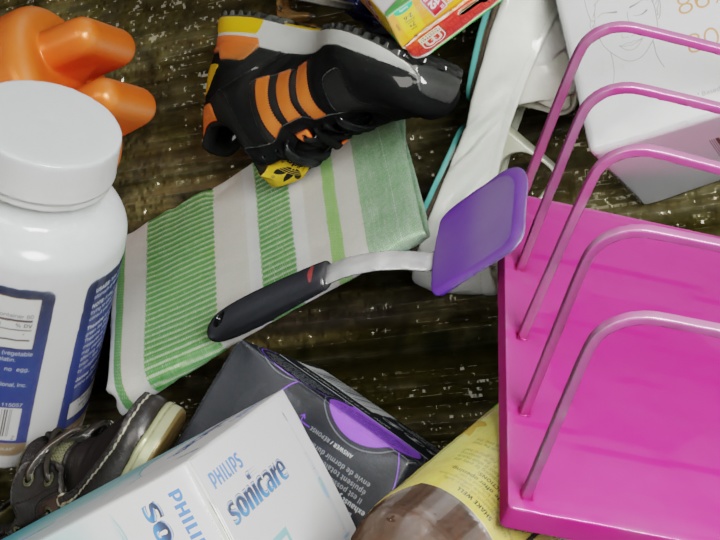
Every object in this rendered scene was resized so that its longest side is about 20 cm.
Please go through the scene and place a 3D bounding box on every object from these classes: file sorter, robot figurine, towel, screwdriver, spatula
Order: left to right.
[{"bbox_3d":[-0.224,-0.085,0.975,0.198,0.144,0.117,-24,31,17],"label":"robot figurine"},{"bbox_3d":[-0.056,-0.014,0.897,0.199,0.023,0.153,-29,34,14],"label":"towel"},{"bbox_3d":[-0.014,-0.145,0.853,0.028,0.199,0.029,-4,84,33],"label":"screwdriver"},{"bbox_3d":[0.000,0.000,0.786,0.198,0.021,0.057,-19,43,31],"label":"spatula"},{"bbox_3d":[0.141,0.005,0.692,0.137,0.126,0.201,12,41,-6],"label":"file sorter"}]

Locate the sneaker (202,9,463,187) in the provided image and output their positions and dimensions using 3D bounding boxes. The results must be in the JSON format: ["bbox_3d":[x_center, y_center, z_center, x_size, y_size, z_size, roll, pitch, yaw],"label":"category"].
[{"bbox_3d":[-0.020,-0.084,0.876,0.199,0.069,0.091,20,95,51],"label":"sneaker"}]

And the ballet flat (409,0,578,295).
[{"bbox_3d":[0.081,-0.078,0.858,0.069,0.069,0.202,26,108,26],"label":"ballet flat"}]

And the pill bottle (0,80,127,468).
[{"bbox_3d":[-0.190,0.002,0.895,0.111,0.110,0.201,38,128,26],"label":"pill bottle"}]

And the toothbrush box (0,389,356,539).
[{"bbox_3d":[-0.116,0.146,0.732,0.199,0.146,0.086,-30,90,15],"label":"toothbrush box"}]

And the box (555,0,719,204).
[{"bbox_3d":[0.179,-0.159,0.822,0.151,0.106,0.202,-16,73,20],"label":"box"}]

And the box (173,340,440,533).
[{"bbox_3d":[-0.050,0.157,0.848,0.122,0.106,0.201,33,93,26],"label":"box"}]

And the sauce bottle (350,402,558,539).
[{"bbox_3d":[0.038,0.113,0.682,0.064,0.199,0.065,20,123,33],"label":"sauce bottle"}]

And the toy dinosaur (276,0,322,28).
[{"bbox_3d":[-0.026,-0.194,0.958,0.198,0.061,0.107,7,58,24],"label":"toy dinosaur"}]

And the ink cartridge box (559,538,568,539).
[{"bbox_3d":[0.146,0.180,0.771,0.144,0.084,0.202,-14,73,20],"label":"ink cartridge box"}]

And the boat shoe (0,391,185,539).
[{"bbox_3d":[-0.158,0.119,0.873,0.065,0.073,0.200,39,133,-3],"label":"boat shoe"}]

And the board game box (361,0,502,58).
[{"bbox_3d":[0.027,-0.184,0.845,0.095,0.030,0.200,-36,41,1],"label":"board game box"}]
